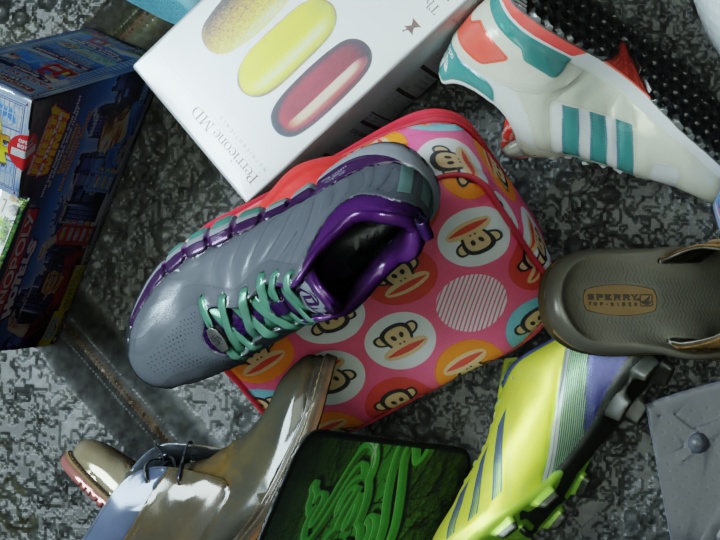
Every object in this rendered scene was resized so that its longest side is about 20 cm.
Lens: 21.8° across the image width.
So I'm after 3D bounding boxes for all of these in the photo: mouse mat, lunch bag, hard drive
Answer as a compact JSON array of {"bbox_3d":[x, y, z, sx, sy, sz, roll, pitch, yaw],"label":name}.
[{"bbox_3d":[-0.017,0.189,1.086,0.008,0.161,0.201,28,100,40],"label":"mouse mat"},{"bbox_3d":[0.000,0.000,1.075,0.199,0.176,0.082,-27,45,12],"label":"lunch bag"},{"bbox_3d":[0.275,0.119,1.084,0.199,0.042,0.136,-11,87,10],"label":"hard drive"}]

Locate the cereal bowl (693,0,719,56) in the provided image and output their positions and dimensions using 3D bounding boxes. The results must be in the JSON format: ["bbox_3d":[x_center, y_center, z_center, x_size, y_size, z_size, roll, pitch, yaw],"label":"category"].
[{"bbox_3d":[0.286,-0.187,1.068,0.199,0.083,0.201,0,89,11],"label":"cereal bowl"}]

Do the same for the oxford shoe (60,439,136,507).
[{"bbox_3d":[-0.087,0.145,1.149,0.199,0.070,0.075,28,91,0],"label":"oxford shoe"}]

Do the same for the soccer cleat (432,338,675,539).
[{"bbox_3d":[0.102,0.099,1.117,0.084,0.065,0.200,43,99,28],"label":"soccer cleat"}]

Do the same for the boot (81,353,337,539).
[{"bbox_3d":[-0.091,0.120,1.068,0.097,0.075,0.201,28,102,0],"label":"boot"}]

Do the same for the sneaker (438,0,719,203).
[{"bbox_3d":[0.134,-0.092,1.090,0.199,0.071,0.093,33,128,-22],"label":"sneaker"}]

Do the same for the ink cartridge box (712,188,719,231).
[{"bbox_3d":[0.292,-0.089,1.010,0.136,0.076,0.201,13,121,-9],"label":"ink cartridge box"}]

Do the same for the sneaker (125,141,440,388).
[{"bbox_3d":[-0.047,0.007,0.977,0.200,0.088,0.074,-35,110,15],"label":"sneaker"}]

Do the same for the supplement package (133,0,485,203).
[{"bbox_3d":[-0.016,-0.142,1.114,0.200,0.110,0.114,-43,81,8],"label":"supplement package"}]

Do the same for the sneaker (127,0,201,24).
[{"bbox_3d":[-0.140,-0.245,1.166,0.199,0.080,0.131,32,81,20],"label":"sneaker"}]

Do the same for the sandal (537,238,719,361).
[{"bbox_3d":[0.201,0.009,1.063,0.199,0.055,0.082,0,74,-14],"label":"sandal"}]

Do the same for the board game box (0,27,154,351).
[{"bbox_3d":[-0.203,-0.055,1.105,0.061,0.200,0.201,23,93,10],"label":"board game box"}]
